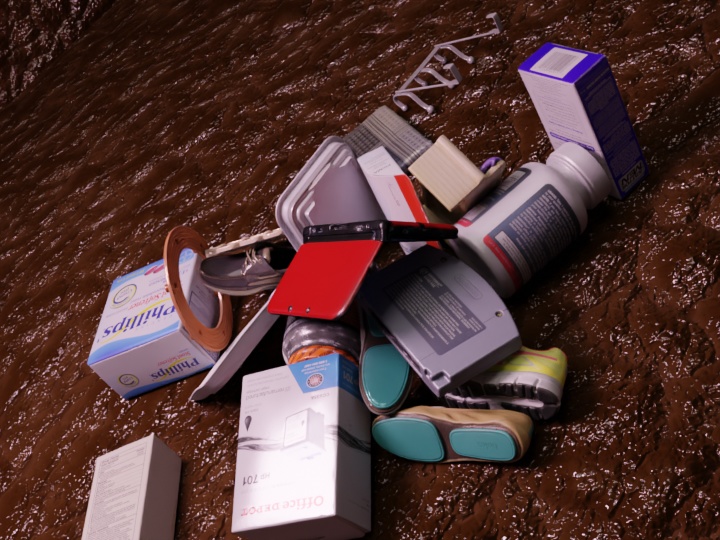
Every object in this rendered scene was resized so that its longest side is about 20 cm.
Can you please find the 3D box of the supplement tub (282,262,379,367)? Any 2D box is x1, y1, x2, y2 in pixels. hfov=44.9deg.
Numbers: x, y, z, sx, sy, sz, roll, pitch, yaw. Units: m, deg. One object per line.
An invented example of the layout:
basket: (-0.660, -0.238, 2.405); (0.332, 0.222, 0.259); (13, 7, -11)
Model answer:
supplement tub: (-0.038, 0.071, 1.189); (0.122, 0.123, 0.200); (-17, 40, 24)

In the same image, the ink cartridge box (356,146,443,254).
ink cartridge box: (0.065, -0.068, 1.203); (0.047, 0.160, 0.200); (-27, 28, 2)

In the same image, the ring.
ring: (-0.251, 0.029, 1.337); (0.019, 0.201, 0.201); (-19, 39, 13)

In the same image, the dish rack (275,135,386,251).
dish rack: (-0.027, -0.077, 1.279); (0.043, 0.200, 0.172); (14, 59, 41)

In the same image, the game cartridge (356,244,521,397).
game cartridge: (0.094, 0.051, 1.034); (0.133, 0.042, 0.200); (-26, 44, -15)

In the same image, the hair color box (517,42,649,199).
hair color box: (0.297, -0.197, 1.149); (0.065, 0.200, 0.109); (-41, 37, -10)

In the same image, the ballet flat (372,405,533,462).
ballet flat: (0.108, 0.188, 1.010); (0.200, 0.069, 0.063); (0, 21, 35)

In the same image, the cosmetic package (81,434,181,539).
cosmetic package: (-0.306, 0.331, 1.157); (0.103, 0.073, 0.200); (-24, 38, 16)

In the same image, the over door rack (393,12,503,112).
over door rack: (0.158, -0.354, 1.531); (0.148, 0.067, 0.200); (-52, 19, -21)

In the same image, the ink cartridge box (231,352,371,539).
ink cartridge box: (-0.068, 0.218, 1.047); (0.146, 0.086, 0.201); (-17, 53, 24)

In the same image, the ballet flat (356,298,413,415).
ballet flat: (0.031, 0.099, 1.089); (0.067, 0.064, 0.200); (-5, 54, 2)

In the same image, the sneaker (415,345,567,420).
sneaker: (0.156, 0.119, 1.033); (0.200, 0.078, 0.090); (6, 45, 35)

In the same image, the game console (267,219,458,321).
game console: (0.000, 0.000, 1.087); (0.200, 0.172, 0.119); (2, 90, 58)

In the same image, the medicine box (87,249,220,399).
medicine box: (-0.322, 0.083, 1.418); (0.182, 0.103, 0.200); (-22, 38, 19)

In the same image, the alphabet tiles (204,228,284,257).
alphabet tiles: (-0.145, -0.055, 1.395); (0.199, 0.015, 0.196); (-15, 2, 15)

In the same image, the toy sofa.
toy sofa: (0.132, -0.111, 1.183); (0.098, 0.200, 0.083); (-42, 75, -4)

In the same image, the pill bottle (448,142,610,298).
pill bottle: (0.224, -0.070, 1.137); (0.200, 0.120, 0.120); (-40, 37, -6)

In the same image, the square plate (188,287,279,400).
square plate: (-0.170, 0.107, 1.265); (0.198, 0.028, 0.200); (-53, 5, -22)

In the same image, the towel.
towel: (0.017, -0.193, 1.519); (0.192, 0.035, 0.200); (-39, 39, 1)

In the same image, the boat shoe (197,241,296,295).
boat shoe: (-0.149, -0.012, 1.338); (0.199, 0.073, 0.075); (-3, 46, -10)
